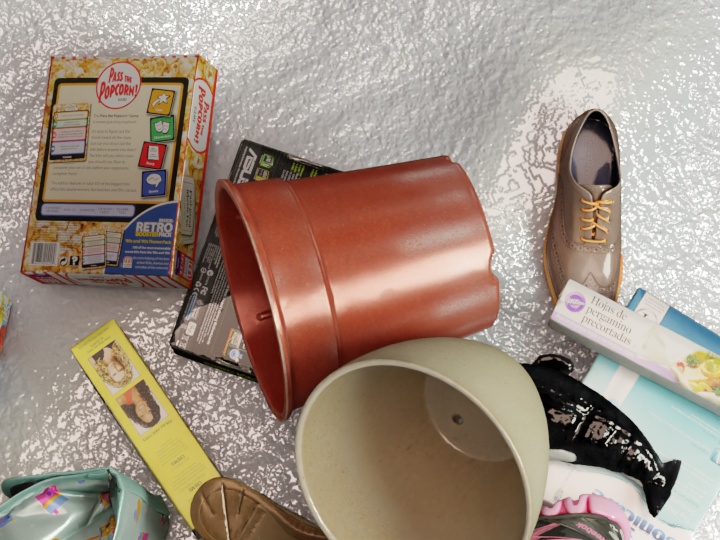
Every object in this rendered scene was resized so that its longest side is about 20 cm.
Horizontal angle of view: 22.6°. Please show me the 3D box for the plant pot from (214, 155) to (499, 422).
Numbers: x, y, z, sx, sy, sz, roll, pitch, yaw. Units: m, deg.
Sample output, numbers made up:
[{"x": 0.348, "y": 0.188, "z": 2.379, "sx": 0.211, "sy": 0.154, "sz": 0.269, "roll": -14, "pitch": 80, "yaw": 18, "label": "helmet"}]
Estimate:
[{"x": 0.000, "y": 0.000, "z": 1.476, "sx": 0.193, "sy": 0.201, "sz": 0.203, "roll": -15, "pitch": 78, "yaw": -13, "label": "plant pot"}]

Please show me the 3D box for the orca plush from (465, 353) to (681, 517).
[{"x": 0.164, "y": 0.130, "z": 1.454, "sx": 0.200, "sy": 0.071, "sz": 0.105, "roll": 40, "pitch": 83, "yaw": 12, "label": "orca plush"}]

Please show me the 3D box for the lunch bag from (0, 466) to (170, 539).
[{"x": -0.250, "y": 0.244, "z": 1.475, "sx": 0.200, "sy": 0.171, "sz": 0.122, "roll": -44, "pitch": 71, "yaw": -7, "label": "lunch bag"}]

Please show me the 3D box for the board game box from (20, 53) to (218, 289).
[{"x": -0.212, "y": -0.088, "z": 1.588, "sx": 0.150, "sy": 0.046, "sz": 0.203, "roll": 2, "pitch": 78, "yaw": 20, "label": "board game box"}]

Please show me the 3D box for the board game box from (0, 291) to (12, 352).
[{"x": -0.379, "y": 0.105, "z": 1.544, "sx": 0.104, "sy": 0.103, "sz": 0.202, "roll": 11, "pitch": 78, "yaw": 4, "label": "board game box"}]

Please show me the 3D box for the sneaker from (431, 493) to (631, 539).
[{"x": 0.118, "y": 0.238, "z": 1.432, "sx": 0.198, "sy": 0.096, "sz": 0.080, "roll": -13, "pitch": 118, "yaw": 12, "label": "sneaker"}]

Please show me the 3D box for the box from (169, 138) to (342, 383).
[{"x": -0.047, "y": 0.007, "z": 1.585, "sx": 0.191, "sy": 0.048, "sz": 0.202, "roll": 18, "pitch": 78, "yaw": 3, "label": "box"}]

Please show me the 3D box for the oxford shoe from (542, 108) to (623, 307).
[{"x": 0.196, "y": -0.043, "z": 1.573, "sx": 0.070, "sy": 0.073, "sz": 0.203, "roll": -1, "pitch": 78, "yaw": 1, "label": "oxford shoe"}]

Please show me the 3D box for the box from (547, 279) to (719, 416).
[{"x": 0.250, "y": 0.072, "z": 1.478, "sx": 0.198, "sy": 0.041, "sz": 0.039, "roll": 27, "pitch": 79, "yaw": 10, "label": "box"}]

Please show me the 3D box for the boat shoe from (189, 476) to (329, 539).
[{"x": -0.051, "y": 0.234, "z": 1.469, "sx": 0.199, "sy": 0.072, "sz": 0.073, "roll": 33, "pitch": 90, "yaw": -2, "label": "boat shoe"}]

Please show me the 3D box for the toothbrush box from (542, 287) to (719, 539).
[{"x": 0.243, "y": 0.142, "z": 1.526, "sx": 0.145, "sy": 0.085, "sz": 0.201, "roll": 30, "pitch": 80, "yaw": 8, "label": "toothbrush box"}]

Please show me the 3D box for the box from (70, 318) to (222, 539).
[{"x": -0.172, "y": 0.141, "z": 1.546, "sx": 0.050, "sy": 0.075, "sz": 0.201, "roll": -35, "pitch": 78, "yaw": -8, "label": "box"}]

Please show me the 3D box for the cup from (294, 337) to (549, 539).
[{"x": 0.068, "y": 0.133, "z": 1.399, "sx": 0.198, "sy": 0.143, "sz": 0.203, "roll": 12, "pitch": 117, "yaw": 25, "label": "cup"}]
